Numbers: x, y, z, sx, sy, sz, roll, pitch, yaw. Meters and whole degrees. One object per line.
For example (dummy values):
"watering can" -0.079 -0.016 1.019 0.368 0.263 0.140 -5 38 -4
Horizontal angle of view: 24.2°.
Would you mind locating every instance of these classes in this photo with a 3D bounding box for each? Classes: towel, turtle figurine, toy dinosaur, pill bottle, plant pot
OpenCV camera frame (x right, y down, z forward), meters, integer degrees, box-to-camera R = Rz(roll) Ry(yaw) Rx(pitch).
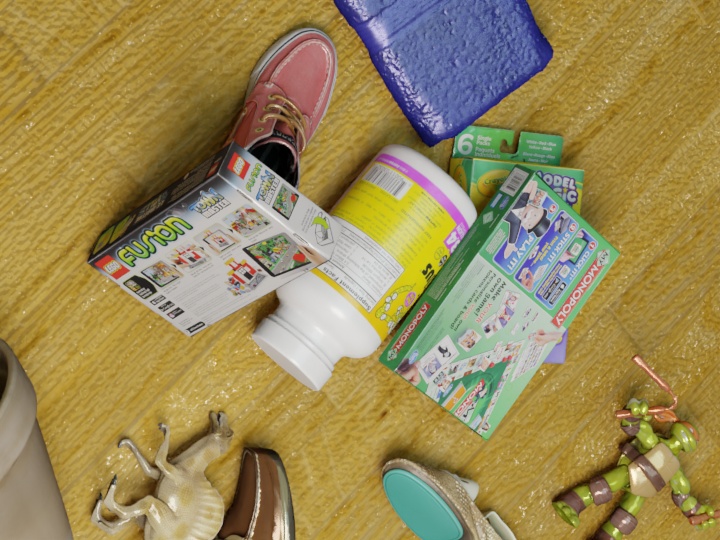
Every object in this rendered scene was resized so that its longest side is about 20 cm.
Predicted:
"towel" 0.061 -0.225 1.427 0.147 0.050 0.201 -36 108 -9
"turtle figurine" 0.251 0.181 1.533 0.161 0.064 0.200 -40 117 -7
"toy dinosaur" -0.162 0.200 1.353 0.101 0.058 0.201 22 77 -12
"pill bottle" 0.000 0.000 1.387 0.104 0.104 0.200 44 78 -20
"plant pot" -0.304 0.173 1.245 0.200 0.200 0.174 -37 125 -16

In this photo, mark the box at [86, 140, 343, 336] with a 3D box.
"box" -0.115 -0.019 1.289 0.110 0.200 0.035 38 52 -21

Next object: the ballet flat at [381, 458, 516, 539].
"ballet flat" 0.091 0.226 1.478 0.200 0.070 0.065 55 47 -20

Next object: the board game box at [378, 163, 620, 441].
"board game box" 0.119 0.029 1.411 0.134 0.029 0.200 38 86 -38

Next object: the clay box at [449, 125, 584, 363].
"clay box" 0.131 -0.022 1.471 0.114 0.048 0.202 3 95 -24

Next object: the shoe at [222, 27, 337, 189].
"shoe" -0.065 -0.110 1.354 0.071 0.091 0.201 34 78 -21

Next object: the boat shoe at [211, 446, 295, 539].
"boat shoe" -0.100 0.248 1.385 0.073 0.076 0.202 4 93 -20
